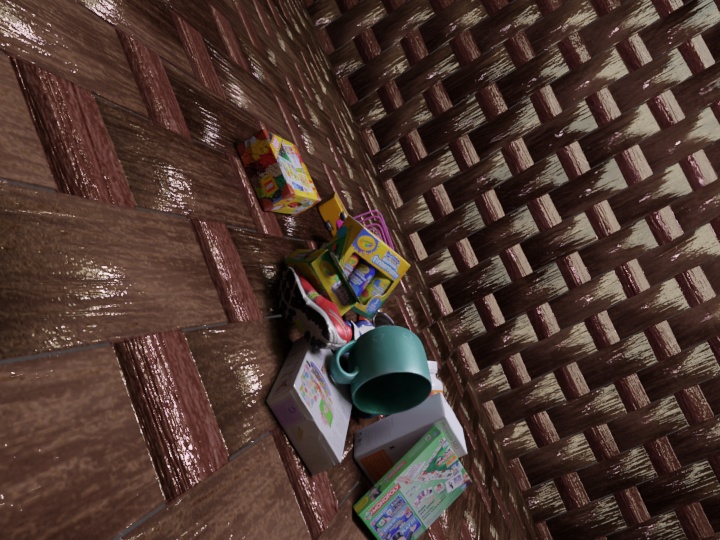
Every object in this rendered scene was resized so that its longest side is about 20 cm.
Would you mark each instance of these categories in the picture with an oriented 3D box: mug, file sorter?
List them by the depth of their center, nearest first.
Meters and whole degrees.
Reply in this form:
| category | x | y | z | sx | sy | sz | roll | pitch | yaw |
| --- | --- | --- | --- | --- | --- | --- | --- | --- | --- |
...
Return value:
| category | x | y | z | sx | sy | sz | roll | pitch | yaw |
| --- | --- | --- | --- | --- | --- | --- | --- | --- | --- |
| mug | 0.042 | 0.166 | 0.955 | 0.186 | 0.148 | 0.117 | 50 | 23 | -45 |
| file sorter | 0.014 | -0.054 | 1.399 | 0.200 | 0.121 | 0.144 | 96 | -26 | -76 |

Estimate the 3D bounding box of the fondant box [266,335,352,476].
| category | x | y | z | sx | sy | sz | roll | pitch | yaw |
| --- | --- | --- | --- | --- | --- | --- | --- | --- | --- |
| fondant box | -0.075 | 0.210 | 0.879 | 0.147 | 0.057 | 0.201 | 61 | 13 | -13 |

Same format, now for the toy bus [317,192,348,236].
| category | x | y | z | sx | sy | sz | roll | pitch | yaw |
| --- | --- | --- | --- | --- | --- | --- | --- | --- | --- |
| toy bus | -0.051 | -0.119 | 1.539 | 0.204 | 0.064 | 0.079 | 60 | 12 | -19 |

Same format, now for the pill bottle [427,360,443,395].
| category | x | y | z | sx | sy | sz | roll | pitch | yaw |
| --- | --- | --- | --- | --- | --- | --- | --- | --- | --- |
| pill bottle | 0.147 | 0.327 | 1.276 | 0.112 | 0.108 | 0.209 | 31 | 57 | -65 |

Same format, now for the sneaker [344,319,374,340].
| category | x | y | z | sx | sy | sz | roll | pitch | yaw |
| --- | --- | --- | --- | --- | --- | --- | --- | --- | --- |
| sneaker | -0.013 | 0.149 | 1.172 | 0.118 | 0.078 | 0.201 | 61 | 15 | -21 |

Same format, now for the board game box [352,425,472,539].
| category | x | y | z | sx | sy | sz | roll | pitch | yaw |
| --- | --- | --- | --- | --- | --- | --- | --- | --- | --- |
| board game box | 0.096 | 0.394 | 0.930 | 0.137 | 0.198 | 0.029 | 56 | -14 | -22 |

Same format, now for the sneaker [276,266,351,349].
| category | x | y | z | sx | sy | sz | roll | pitch | yaw |
| --- | --- | --- | --- | --- | --- | --- | --- | --- | --- |
| sneaker | -0.084 | 0.070 | 0.939 | 0.083 | 0.079 | 0.201 | 7 | 31 | -44 |

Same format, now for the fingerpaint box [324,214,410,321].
| category | x | y | z | sx | sy | sz | roll | pitch | yaw |
| --- | --- | --- | --- | --- | --- | --- | --- | --- | --- |
| fingerpaint box | 0.000 | 0.000 | 1.212 | 0.198 | 0.169 | 0.073 | 34 | 4 | -45 |

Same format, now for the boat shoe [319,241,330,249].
| category | x | y | z | sx | sy | sz | roll | pitch | yaw |
| --- | --- | --- | --- | --- | --- | --- | --- | --- | --- |
| boat shoe | -0.069 | -0.036 | 1.322 | 0.074 | 0.061 | 0.200 | 62 | 12 | -5 |

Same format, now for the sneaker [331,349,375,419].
| category | x | y | z | sx | sy | sz | roll | pitch | yaw |
| --- | --- | --- | --- | --- | --- | --- | --- | --- | --- |
| sneaker | -0.018 | 0.210 | 1.061 | 0.203 | 0.071 | 0.083 | 59 | 15 | -22 |

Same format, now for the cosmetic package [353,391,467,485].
| category | x | y | z | sx | sy | sz | roll | pitch | yaw |
| --- | --- | --- | --- | --- | --- | --- | --- | --- | --- |
| cosmetic package | 0.093 | 0.329 | 1.005 | 0.103 | 0.196 | 0.072 | 56 | 14 | -20 |

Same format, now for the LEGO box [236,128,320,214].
| category | x | y | z | sx | sy | sz | roll | pitch | yaw |
| --- | --- | --- | --- | --- | --- | --- | --- | --- | --- |
| LEGO box | -0.179 | -0.214 | 1.189 | 0.153 | 0.075 | 0.200 | 65 | 14 | 3 |

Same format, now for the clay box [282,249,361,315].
| category | x | y | z | sx | sy | sz | roll | pitch | yaw |
| --- | --- | --- | --- | --- | --- | --- | --- | --- | --- |
| clay box | -0.077 | 0.020 | 1.013 | 0.117 | 0.047 | 0.198 | 60 | -20 | -15 |

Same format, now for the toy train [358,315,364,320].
| category | x | y | z | sx | sy | sz | roll | pitch | yaw |
| --- | --- | --- | --- | --- | --- | --- | --- | --- | --- |
| toy train | 0.048 | 0.191 | 1.385 | 0.205 | 0.054 | 0.150 | 63 | 14 | -4 |

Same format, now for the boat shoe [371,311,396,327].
| category | x | y | z | sx | sy | sz | roll | pitch | yaw |
| --- | --- | --- | --- | --- | --- | --- | --- | --- | --- |
| boat shoe | 0.085 | 0.185 | 1.257 | 0.203 | 0.072 | 0.061 | 60 | -8 | 31 |
